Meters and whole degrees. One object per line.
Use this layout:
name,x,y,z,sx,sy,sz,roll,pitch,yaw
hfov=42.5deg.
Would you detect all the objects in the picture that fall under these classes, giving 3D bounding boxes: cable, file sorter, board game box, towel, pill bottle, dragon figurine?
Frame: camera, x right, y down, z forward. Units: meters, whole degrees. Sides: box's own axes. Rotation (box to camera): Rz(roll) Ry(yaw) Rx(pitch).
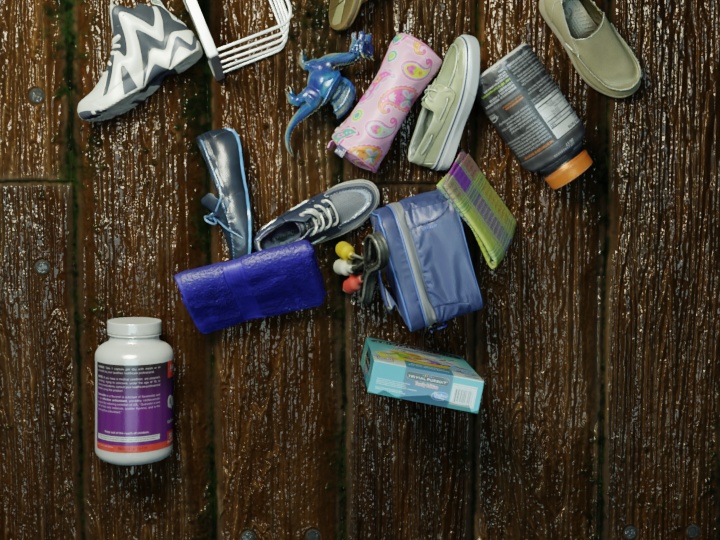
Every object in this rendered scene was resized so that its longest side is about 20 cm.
cable,0.000,0.000,1.297,0.050,0.200,0.098,-12,89,-11
file sorter,-0.171,-0.358,1.260,0.124,0.200,0.139,-22,95,-5
board game box,0.081,0.144,1.310,0.150,0.200,0.047,12,94,-4
towel,-0.152,0.029,1.321,0.199,0.148,0.050,-16,61,-1
pill bottle,0.252,-0.216,1.336,0.106,0.106,0.200,-35,95,1
towel,0.167,-0.090,1.304,0.023,0.200,0.144,-32,100,24
dragon figurine,-0.048,-0.256,1.321,0.099,0.059,0.201,19,86,29
pill bottle,-0.326,0.172,1.337,0.112,0.112,0.201,1,95,-3

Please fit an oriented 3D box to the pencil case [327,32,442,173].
pencil case,0.035,-0.241,1.335,0.087,0.087,0.200,33,94,-5

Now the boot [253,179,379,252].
boot,-0.060,-0.071,1.340,0.199,0.090,0.073,-29,95,0

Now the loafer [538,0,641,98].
loafer,0.337,-0.334,1.348,0.076,0.068,0.200,-44,95,1

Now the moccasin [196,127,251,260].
moccasin,-0.200,-0.103,1.343,0.068,0.080,0.201,-8,82,-16

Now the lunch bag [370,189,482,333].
lunch bag,0.087,-0.007,1.330,0.132,0.136,0.201,-16,97,-1

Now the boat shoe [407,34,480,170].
boat shoe,0.119,-0.237,1.321,0.062,0.072,0.201,4,114,-21

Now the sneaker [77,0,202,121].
sneaker,-0.339,-0.310,1.316,0.199,0.079,0.130,-34,90,5

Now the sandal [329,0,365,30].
sandal,0.014,-0.435,1.324,0.054,0.080,0.201,21,89,-29
